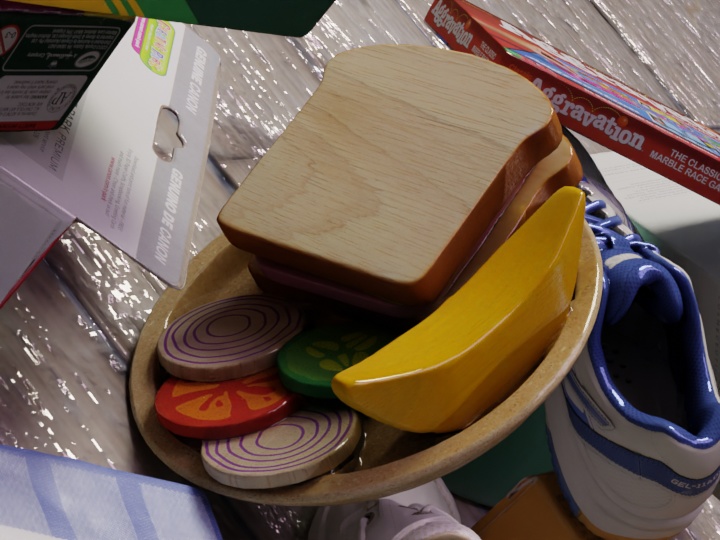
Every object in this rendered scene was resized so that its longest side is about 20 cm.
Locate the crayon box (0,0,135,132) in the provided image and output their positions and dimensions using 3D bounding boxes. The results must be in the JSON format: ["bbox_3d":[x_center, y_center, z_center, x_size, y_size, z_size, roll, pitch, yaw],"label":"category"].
[{"bbox_3d":[-0.190,-0.118,0.710,0.173,0.058,0.200,48,25,19],"label":"crayon box"}]

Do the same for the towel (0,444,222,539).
[{"bbox_3d":[-0.073,0.136,0.730,0.147,0.024,0.200,19,33,-42],"label":"towel"}]

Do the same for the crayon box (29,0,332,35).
[{"bbox_3d":[-0.107,-0.168,0.757,0.200,0.058,0.172,50,23,21],"label":"crayon box"}]

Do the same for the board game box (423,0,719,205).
[{"bbox_3d":[0.126,-0.058,0.997,0.200,0.019,0.103,25,12,-22],"label":"board game box"}]

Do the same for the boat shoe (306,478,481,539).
[{"bbox_3d":[0.023,0.120,0.853,0.071,0.069,0.200,37,24,-14],"label":"boat shoe"}]

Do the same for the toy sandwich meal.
[{"bbox_3d":[0.000,0.000,0.864,0.205,0.205,0.070,-102,172,-52],"label":"toy sandwich meal"}]

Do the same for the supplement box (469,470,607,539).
[{"bbox_3d":[0.118,0.174,0.927,0.200,0.067,0.069,53,24,16],"label":"supplement box"}]

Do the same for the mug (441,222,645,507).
[{"bbox_3d":[0.074,0.020,1.047,0.185,0.114,0.152,33,26,-24],"label":"mug"}]

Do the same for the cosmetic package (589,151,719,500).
[{"bbox_3d":[0.166,0.022,1.103,0.081,0.113,0.200,-10,21,-17],"label":"cosmetic package"}]

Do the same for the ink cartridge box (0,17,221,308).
[{"bbox_3d":[-0.148,-0.062,0.852,0.175,0.084,0.200,35,25,-17],"label":"ink cartridge box"}]

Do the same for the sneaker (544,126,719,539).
[{"bbox_3d":[0.097,0.004,0.921,0.075,0.088,0.200,-14,66,-23],"label":"sneaker"}]
